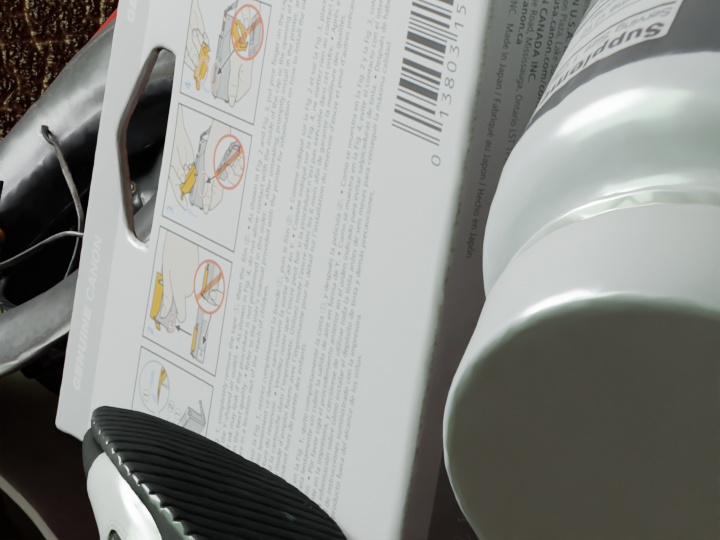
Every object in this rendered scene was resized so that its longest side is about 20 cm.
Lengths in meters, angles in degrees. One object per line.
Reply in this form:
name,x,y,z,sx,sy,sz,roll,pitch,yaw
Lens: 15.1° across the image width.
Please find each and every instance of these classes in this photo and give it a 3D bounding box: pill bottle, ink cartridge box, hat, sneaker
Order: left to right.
hat,-0.081,-0.010,0.977,0.200,0.081,0.201,-36,26,20
sneaker,-0.036,0.108,0.678,0.089,0.074,0.200,-60,33,15
ink cartridge box,-0.013,-0.019,0.768,0.176,0.045,0.201,28,113,51
pill bottle,0.092,-0.019,0.574,0.113,0.113,0.200,-42,14,43

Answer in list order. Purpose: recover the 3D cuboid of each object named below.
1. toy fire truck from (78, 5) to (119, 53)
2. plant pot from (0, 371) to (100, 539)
toy fire truck,-0.013,-0.091,1.140,0.200,0.168,0.112,-47,11,25
plant pot,-0.140,0.110,1.051,0.187,0.187,0.200,-47,-3,25
